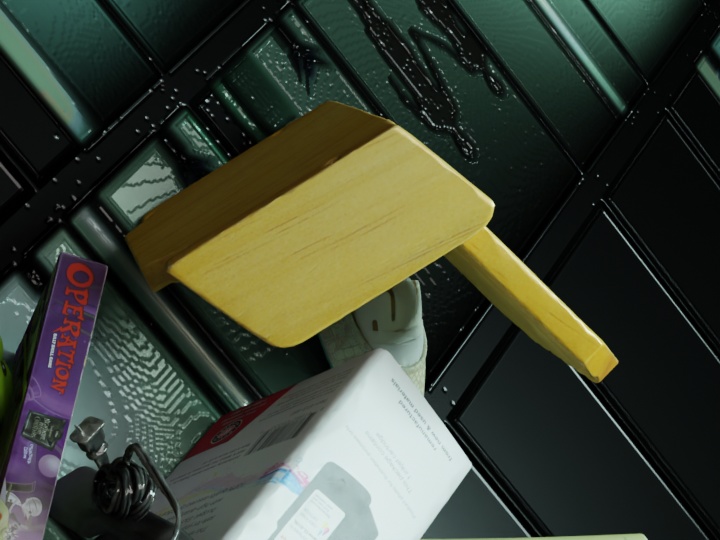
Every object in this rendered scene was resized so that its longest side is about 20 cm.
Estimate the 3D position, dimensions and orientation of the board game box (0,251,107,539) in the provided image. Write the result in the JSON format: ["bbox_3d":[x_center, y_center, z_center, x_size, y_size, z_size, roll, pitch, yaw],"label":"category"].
[{"bbox_3d":[-0.162,0.105,0.861,0.032,0.120,0.201,19,59,-17],"label":"board game box"}]

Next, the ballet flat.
[{"bbox_3d":[0.000,0.000,1.089,0.067,0.062,0.201,-18,84,-44],"label":"ballet flat"}]

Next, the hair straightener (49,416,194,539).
[{"bbox_3d":[-0.115,0.107,0.831,0.041,0.200,0.077,-32,100,-16],"label":"hair straightener"}]

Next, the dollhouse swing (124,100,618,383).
[{"bbox_3d":[0.002,0.015,0.967,0.181,0.200,0.176,-32,104,-5],"label":"dollhouse swing"}]

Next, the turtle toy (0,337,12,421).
[{"bbox_3d":[-0.225,0.095,0.819,0.146,0.101,0.200,46,39,-16],"label":"turtle toy"}]

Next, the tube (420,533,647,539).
[{"bbox_3d":[0.063,0.177,1.029,0.199,0.052,0.058,-4,28,-6],"label":"tube"}]

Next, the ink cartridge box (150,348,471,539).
[{"bbox_3d":[-0.058,0.145,0.916,0.083,0.145,0.200,52,47,-12],"label":"ink cartridge box"}]
